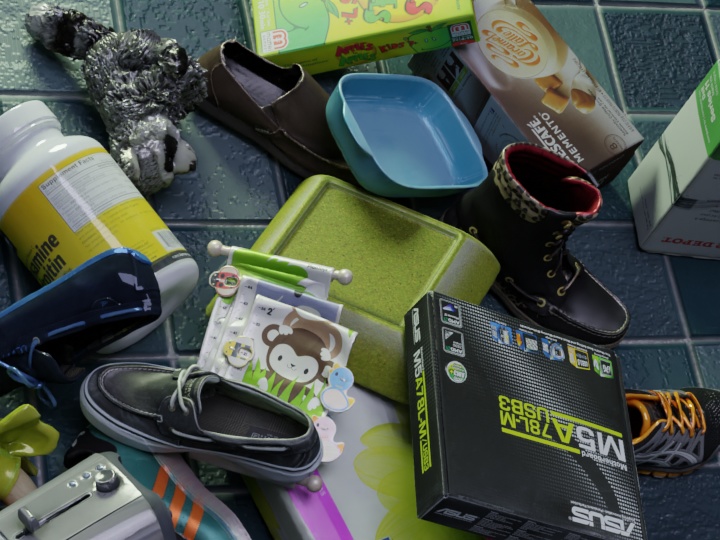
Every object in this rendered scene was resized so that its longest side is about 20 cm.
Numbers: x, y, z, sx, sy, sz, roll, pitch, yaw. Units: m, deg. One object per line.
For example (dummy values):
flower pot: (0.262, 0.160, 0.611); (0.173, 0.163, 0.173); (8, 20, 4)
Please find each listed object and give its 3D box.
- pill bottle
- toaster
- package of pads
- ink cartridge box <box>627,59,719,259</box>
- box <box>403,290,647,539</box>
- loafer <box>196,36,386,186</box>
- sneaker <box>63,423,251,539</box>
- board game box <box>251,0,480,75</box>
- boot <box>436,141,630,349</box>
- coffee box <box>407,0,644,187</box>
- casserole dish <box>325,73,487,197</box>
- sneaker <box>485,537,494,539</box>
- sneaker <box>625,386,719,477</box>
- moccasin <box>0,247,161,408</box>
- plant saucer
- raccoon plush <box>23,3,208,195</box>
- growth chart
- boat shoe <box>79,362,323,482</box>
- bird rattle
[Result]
pill bottle: (-0.232, -0.039, 1.711); (0.112, 0.112, 0.200); (-33, 77, -33)
toaster: (-0.207, 0.241, 1.536); (0.129, 0.201, 0.114); (-24, 41, -27)
package of pads: (-0.003, 0.178, 1.703); (0.154, 0.068, 0.201); (-19, 70, -29)
ink cartridge box: (0.353, -0.096, 1.921); (0.146, 0.200, 0.083); (6, 57, -19)
box: (0.131, 0.129, 1.672); (0.199, 0.048, 0.194); (19, 46, -26)
loafer: (-0.061, -0.141, 1.859); (0.199, 0.071, 0.073); (25, 56, -9)
sneaker: (-0.155, 0.199, 1.634); (0.080, 0.072, 0.200); (-31, 68, -31)
board game box: (0.002, -0.244, 1.904); (0.199, 0.048, 0.102); (-11, 62, 7)
boot: (0.172, -0.021, 1.835); (0.200, 0.151, 0.073); (37, 55, 2)
coffee box: (0.153, -0.157, 1.948); (0.114, 0.080, 0.200); (-29, 75, -31)
casserole dish: (0.038, -0.115, 1.855); (0.200, 0.039, 0.122); (-5, 64, -54)
sneaker: (0.150, 0.210, 1.720); (0.087, 0.074, 0.200); (21, 31, -15)
sneaker: (0.256, 0.137, 1.824); (0.199, 0.077, 0.079); (-10, 64, -27)
moccasin: (-0.242, 0.057, 1.614); (0.080, 0.200, 0.068); (17, 42, -60)
plant saucer: (0.000, 0.000, 1.770); (0.199, 0.048, 0.200); (23, 45, 12)
raccoon plush: (-0.225, -0.137, 1.810); (0.199, 0.097, 0.134); (18, 66, 24)
growth chart: (-0.072, 0.076, 1.678); (0.144, 0.018, 0.201); (7, 68, 9)
boat shoe: (-0.122, 0.104, 1.617); (0.199, 0.071, 0.072); (13, 55, 6)
bird rattle: (-0.310, 0.186, 1.565); (0.200, 0.113, 0.164); (-31, 92, -29)
